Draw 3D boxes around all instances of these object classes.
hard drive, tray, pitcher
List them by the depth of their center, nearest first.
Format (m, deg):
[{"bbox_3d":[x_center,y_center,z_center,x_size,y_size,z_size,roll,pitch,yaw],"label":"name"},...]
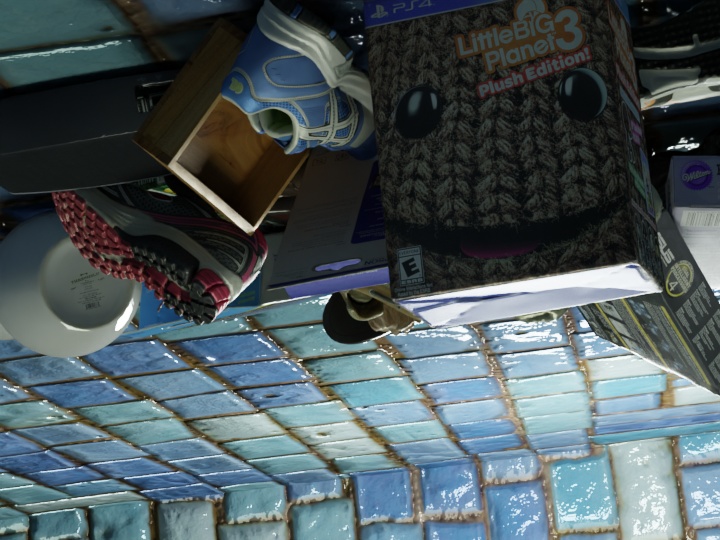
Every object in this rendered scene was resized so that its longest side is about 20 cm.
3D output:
[{"bbox_3d":[-0.085,-0.095,1.449,0.037,0.099,0.200,35,177,18],"label":"tray"},{"bbox_3d":[-0.185,-0.096,1.508,0.199,0.043,0.135,-9,167,12],"label":"hard drive"},{"bbox_3d":[-0.235,0.003,1.783,0.171,0.122,0.200,-22,-174,-23],"label":"pitcher"}]

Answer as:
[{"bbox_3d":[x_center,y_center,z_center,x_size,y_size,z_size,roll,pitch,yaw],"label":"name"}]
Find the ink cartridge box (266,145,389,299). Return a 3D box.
[{"bbox_3d":[0.001,-0.033,1.464,0.099,0.039,0.200,-9,-151,16],"label":"ink cartridge box"}]

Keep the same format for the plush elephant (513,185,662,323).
[{"bbox_3d":[0.149,-0.050,1.572,0.155,0.165,0.200,40,171,-12],"label":"plush elephant"}]

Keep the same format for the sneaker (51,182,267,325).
[{"bbox_3d":[-0.157,-0.031,1.589,0.075,0.199,0.081,-42,148,-28],"label":"sneaker"}]

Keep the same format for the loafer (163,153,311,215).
[{"bbox_3d":[-0.051,-0.079,1.609,0.198,0.072,0.073,5,-169,12],"label":"loafer"}]

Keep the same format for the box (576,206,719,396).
[{"bbox_3d":[0.219,0.005,1.749,0.161,0.049,0.200,29,161,50],"label":"box"}]

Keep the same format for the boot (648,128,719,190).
[{"bbox_3d":[0.332,-0.078,1.755,0.199,0.070,0.174,6,163,-35],"label":"boot"}]

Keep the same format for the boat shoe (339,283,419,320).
[{"bbox_3d":[0.000,0.000,1.617,0.071,0.077,0.200,0,-172,-26],"label":"boat shoe"}]

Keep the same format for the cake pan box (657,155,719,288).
[{"bbox_3d":[0.334,-0.036,1.717,0.198,0.053,0.184,-1,157,4],"label":"cake pan box"}]

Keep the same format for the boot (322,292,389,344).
[{"bbox_3d":[0.054,0.012,1.924,0.188,0.068,0.200,-45,168,-4],"label":"boot"}]

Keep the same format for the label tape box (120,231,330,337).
[{"bbox_3d":[-0.111,0.008,1.853,0.143,0.067,0.199,-15,176,36],"label":"label tape box"}]

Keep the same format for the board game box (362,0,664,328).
[{"bbox_3d":[0.097,-0.079,1.355,0.158,0.202,0.097,-10,165,15],"label":"board game box"}]

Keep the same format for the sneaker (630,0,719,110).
[{"bbox_3d":[0.190,-0.135,1.444,0.198,0.074,0.080,-7,169,6],"label":"sneaker"}]

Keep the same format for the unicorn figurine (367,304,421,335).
[{"bbox_3d":[0.058,-0.033,1.708,0.200,0.074,0.137,-48,-175,-20],"label":"unicorn figurine"}]

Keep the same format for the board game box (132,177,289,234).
[{"bbox_3d":[-0.134,-0.054,1.754,0.104,0.024,0.200,-11,167,30],"label":"board game box"}]

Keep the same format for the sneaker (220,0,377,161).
[{"bbox_3d":[-0.035,-0.113,1.382,0.076,0.077,0.200,37,178,28],"label":"sneaker"}]
